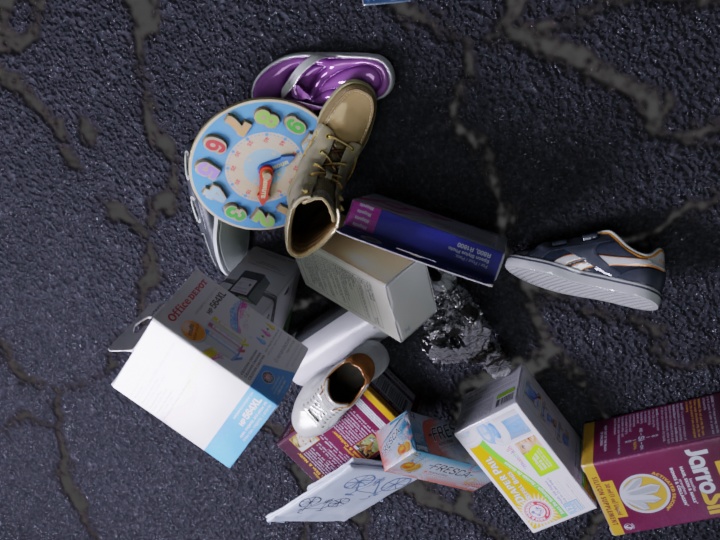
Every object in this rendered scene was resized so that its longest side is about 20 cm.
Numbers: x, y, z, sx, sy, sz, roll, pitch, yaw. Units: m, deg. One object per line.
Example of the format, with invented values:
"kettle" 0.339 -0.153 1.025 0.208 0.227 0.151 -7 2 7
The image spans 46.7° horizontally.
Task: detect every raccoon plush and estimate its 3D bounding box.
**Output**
"raccoon plush" 0.129 0.065 1.167 0.096 0.135 0.200 -25 139 11

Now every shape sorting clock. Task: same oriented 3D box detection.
"shape sorting clock" -0.127 -0.136 1.109 0.198 0.039 0.201 -11 132 -12

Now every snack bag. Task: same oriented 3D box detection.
"snack bag" -0.021 0.346 1.301 0.200 0.188 0.022 -39 55 28

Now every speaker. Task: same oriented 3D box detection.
"speaker" -0.026 0.092 1.211 0.199 0.081 0.081 -34 102 30

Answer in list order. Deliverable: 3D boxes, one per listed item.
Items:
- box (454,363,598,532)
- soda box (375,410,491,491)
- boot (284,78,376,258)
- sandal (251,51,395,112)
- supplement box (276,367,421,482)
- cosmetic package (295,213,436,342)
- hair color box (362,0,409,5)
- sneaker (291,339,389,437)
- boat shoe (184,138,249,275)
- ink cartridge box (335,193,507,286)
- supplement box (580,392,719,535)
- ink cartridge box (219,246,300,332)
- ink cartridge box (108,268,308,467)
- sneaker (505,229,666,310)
"box" 0.241 0.256 1.194 0.112 0.101 0.200 -33 102 29
"soda box" 0.116 0.262 1.201 0.199 0.064 0.068 23 130 -40
"boot" -0.038 -0.125 1.024 0.072 0.156 0.201 26 115 -14
"sandal" -0.056 -0.240 1.070 0.201 0.050 0.083 -8 113 21
"supplement box" -0.018 0.233 1.276 0.110 0.086 0.200 45 120 -8
"cosmetic package" 0.000 0.000 1.095 0.199 0.071 0.106 30 148 40
"hair color box" 0.030 -0.408 0.929 0.060 0.100 0.202 1 116 16
"sneaker" -0.047 0.174 1.165 0.073 0.085 0.200 45 120 7
"boat shoe" -0.206 -0.091 1.185 0.060 0.075 0.202 11 114 30
"ink cartridge box" 0.084 -0.045 1.038 0.195 0.200 0.044 20 101 7
"supplement box" 0.420 0.267 1.142 0.199 0.103 0.132 -20 108 25
"ink cartridge box" -0.163 0.079 1.178 0.083 0.200 0.146 19 120 8
"ink cartridge box" -0.190 0.109 1.012 0.199 0.129 0.125 36 120 -5
"sneaker" 0.288 -0.009 1.065 0.199 0.078 0.080 14 77 26
